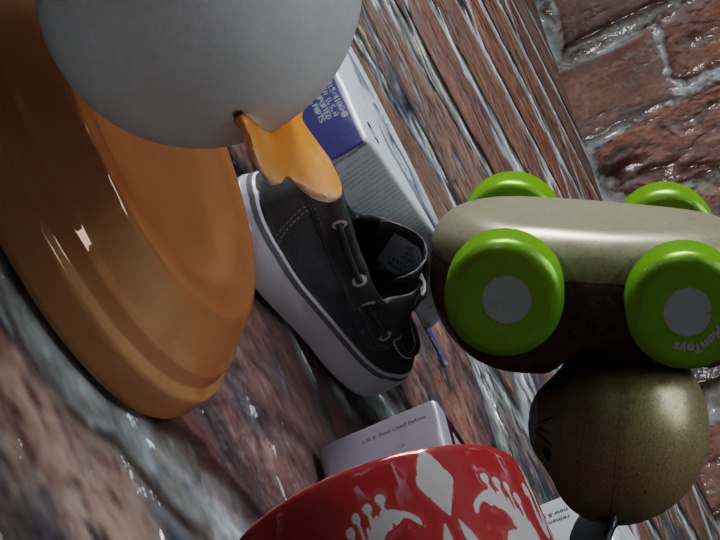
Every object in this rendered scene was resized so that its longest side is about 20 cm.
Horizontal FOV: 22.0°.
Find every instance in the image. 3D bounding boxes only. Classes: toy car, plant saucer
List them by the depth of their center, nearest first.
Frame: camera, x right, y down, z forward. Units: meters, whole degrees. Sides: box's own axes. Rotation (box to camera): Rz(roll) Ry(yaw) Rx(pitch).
[{"bbox_3d":[-0.056,-0.112,0.535,0.177,0.183,0.201,-85,151,-67],"label":"toy car"},{"bbox_3d":[-0.087,-0.049,0.643,0.200,0.037,0.202,-23,90,-79],"label":"plant saucer"},{"bbox_3d":[0.109,0.067,0.906,0.164,0.156,0.202,-67,160,-75],"label":"toy car"}]

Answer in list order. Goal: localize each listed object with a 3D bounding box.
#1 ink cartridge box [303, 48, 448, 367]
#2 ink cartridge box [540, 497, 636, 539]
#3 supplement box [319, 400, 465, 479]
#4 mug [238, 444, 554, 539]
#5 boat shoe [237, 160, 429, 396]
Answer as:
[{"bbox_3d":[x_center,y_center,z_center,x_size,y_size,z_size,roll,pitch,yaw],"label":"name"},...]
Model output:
[{"bbox_3d":[-0.004,-0.074,0.999,0.200,0.040,0.201,54,10,-53],"label":"ink cartridge box"},{"bbox_3d":[0.138,0.244,1.001,0.201,0.083,0.146,-100,163,-44],"label":"ink cartridge box"},{"bbox_3d":[0.054,0.161,0.830,0.200,0.060,0.109,55,16,-44],"label":"supplement box"},{"bbox_3d":[0.030,0.159,0.565,0.178,0.133,0.201,50,17,-61],"label":"mug"},{"bbox_3d":[0.000,0.000,0.872,0.200,0.066,0.070,50,21,-56],"label":"boat shoe"}]
